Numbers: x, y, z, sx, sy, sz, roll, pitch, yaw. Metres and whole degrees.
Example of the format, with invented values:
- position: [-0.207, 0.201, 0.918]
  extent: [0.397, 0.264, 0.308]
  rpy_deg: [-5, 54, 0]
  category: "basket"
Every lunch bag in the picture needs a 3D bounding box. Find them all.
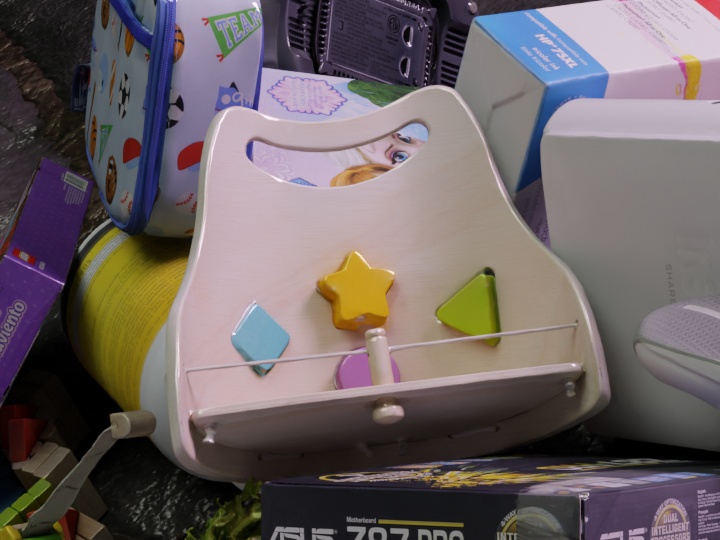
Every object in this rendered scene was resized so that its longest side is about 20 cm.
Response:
- position: [-0.107, -0.113, 1.263]
  extent: [0.075, 0.162, 0.200]
  rpy_deg: [1, 20, -17]
  category: "lunch bag"

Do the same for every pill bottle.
- position: [-0.079, 0.045, 1.236]
  extent: [0.112, 0.112, 0.200]
  rpy_deg: [-35, 32, -11]
  category: "pill bottle"

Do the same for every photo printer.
- position: [0.183, 0.005, 1.047]
  extent: [0.199, 0.168, 0.069]
  rpy_deg: [6, 22, 41]
  category: "photo printer"

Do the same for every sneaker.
- position: [0.203, 0.069, 0.963]
  extent: [0.199, 0.081, 0.070]
  rpy_deg: [20, 33, 23]
  category: "sneaker"

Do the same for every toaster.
- position: [-0.030, -0.132, 1.394]
  extent: [0.129, 0.199, 0.115]
  rpy_deg: [-4, 78, 43]
  category: "toaster"

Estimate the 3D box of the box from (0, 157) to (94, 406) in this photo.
- position: [-0.205, 0.026, 1.318]
  extent: [0.138, 0.039, 0.200]
  rpy_deg: [-61, 10, 14]
  category: "box"

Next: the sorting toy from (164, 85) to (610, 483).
- position: [0.000, 0.000, 1.093]
  extent: [0.198, 0.107, 0.182]
  rpy_deg: [-6, 73, -7]
  category: "sorting toy"

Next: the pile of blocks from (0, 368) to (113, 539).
- position: [-0.185, 0.117, 1.262]
  extent: [0.082, 0.062, 0.200]
  rpy_deg: [-28, 31, -1]
  category: "pile of blocks"

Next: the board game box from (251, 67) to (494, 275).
- position: [0.035, -0.033, 1.235]
  extent: [0.198, 0.041, 0.201]
  rpy_deg: [6, 33, -8]
  category: "board game box"

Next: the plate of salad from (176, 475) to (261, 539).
- position: [-0.093, 0.155, 1.079]
  extent: [0.200, 0.048, 0.200]
  rpy_deg: [-38, 2, 1]
  category: "plate of salad"

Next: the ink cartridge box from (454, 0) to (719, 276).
- position: [0.140, -0.075, 1.185]
  extent: [0.199, 0.117, 0.067]
  rpy_deg: [-11, 40, -33]
  category: "ink cartridge box"

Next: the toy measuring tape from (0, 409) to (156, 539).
- position: [-0.151, 0.155, 1.137]
  extent: [0.200, 0.073, 0.074]
  rpy_deg: [-48, 23, 26]
  category: "toy measuring tape"

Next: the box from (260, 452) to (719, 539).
- position: [0.079, 0.107, 0.978]
  extent: [0.160, 0.050, 0.199]
  rpy_deg: [1, 0, 38]
  category: "box"
